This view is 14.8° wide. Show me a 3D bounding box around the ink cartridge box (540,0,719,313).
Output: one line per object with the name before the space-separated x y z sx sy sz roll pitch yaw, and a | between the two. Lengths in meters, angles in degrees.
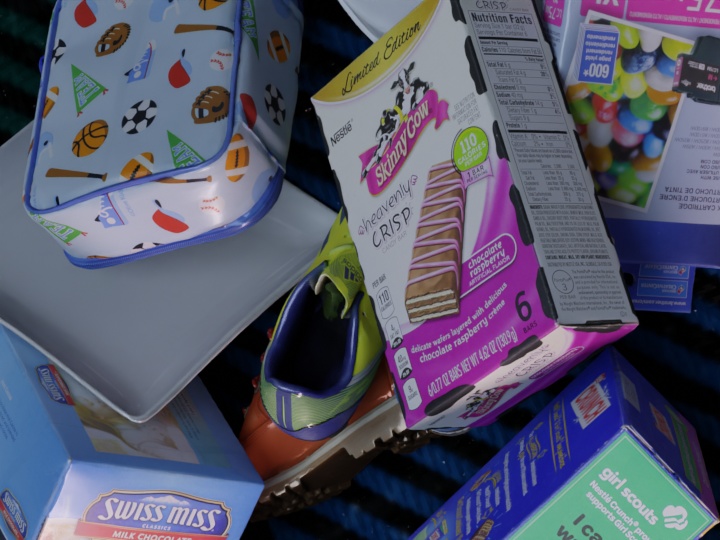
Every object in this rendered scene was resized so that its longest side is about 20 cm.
ink cartridge box | 0.148 -0.072 1.491 0.042 0.119 0.200 -139 55 -65

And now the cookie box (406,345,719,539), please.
cookie box | 0.091 0.150 1.489 0.075 0.171 0.200 44 101 -7

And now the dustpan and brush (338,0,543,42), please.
dustpan and brush | 0.072 -0.136 1.542 0.139 0.057 0.200 -33 59 13

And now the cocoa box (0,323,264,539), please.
cocoa box | -0.167 0.111 1.621 0.131 0.133 0.200 -64 36 23

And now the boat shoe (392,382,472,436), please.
boat shoe | 0.068 -0.004 1.557 0.072 0.072 0.200 18 79 18

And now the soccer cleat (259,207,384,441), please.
soccer cleat | 0.001 0.001 1.555 0.065 0.084 0.200 18 70 16

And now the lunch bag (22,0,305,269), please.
lunch bag | -0.116 -0.101 1.598 0.160 0.076 0.200 -16 48 26

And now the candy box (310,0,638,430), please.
candy box | 0.056 -0.034 1.461 0.136 0.061 0.200 -38 60 45

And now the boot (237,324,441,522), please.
boot | -0.038 0.082 1.638 0.200 0.075 0.107 -32 74 23

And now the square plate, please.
square plate | -0.139 -0.014 1.622 0.200 0.198 0.028 33 144 20
